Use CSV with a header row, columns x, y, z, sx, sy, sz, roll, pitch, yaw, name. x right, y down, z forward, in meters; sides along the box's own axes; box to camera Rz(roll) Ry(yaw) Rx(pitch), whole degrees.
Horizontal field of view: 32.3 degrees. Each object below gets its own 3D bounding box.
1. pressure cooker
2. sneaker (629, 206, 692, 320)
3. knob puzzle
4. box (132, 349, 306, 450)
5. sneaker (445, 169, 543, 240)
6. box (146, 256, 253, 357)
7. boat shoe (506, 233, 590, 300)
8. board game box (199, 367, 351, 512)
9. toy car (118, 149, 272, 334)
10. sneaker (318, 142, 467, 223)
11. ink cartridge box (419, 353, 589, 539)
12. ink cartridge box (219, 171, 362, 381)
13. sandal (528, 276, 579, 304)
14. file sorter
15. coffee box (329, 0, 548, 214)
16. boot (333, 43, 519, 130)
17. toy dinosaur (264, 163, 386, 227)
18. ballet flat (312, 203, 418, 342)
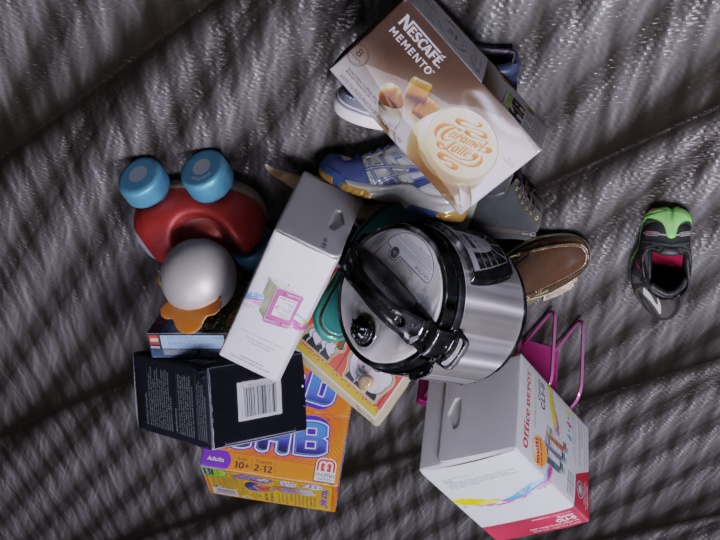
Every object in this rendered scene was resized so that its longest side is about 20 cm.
x,y,z,sx,sy,sz,roll,pitch,yaw,name
0.072,0.038,1.403,0.175,0.181,0.199,-10,165,42,pressure cooker
0.368,0.006,1.529,0.076,0.084,0.201,1,146,14,sneaker
0.005,0.065,1.563,0.218,0.222,0.030,-10,176,28,knob puzzle
-0.185,0.156,1.617,0.147,0.106,0.199,-7,-174,-37,box
0.173,-0.106,1.441,0.105,0.075,0.201,3,147,-13,sneaker
-0.180,0.045,1.631,0.135,0.200,0.038,-2,119,15,box
0.193,0.013,1.533,0.200,0.075,0.075,-21,104,2,boat shoe
-0.117,0.229,1.850,0.197,0.202,0.200,9,159,1,board game box
-0.213,-0.012,1.549,0.175,0.202,0.185,-4,144,20,toy car
0.045,-0.119,1.448,0.198,0.089,0.075,17,-171,27,sneaker
0.189,0.230,1.608,0.144,0.146,0.200,-19,135,31,ink cartridge box
-0.082,0.006,1.475,0.084,0.145,0.201,26,123,-4,ink cartridge box
0.175,0.019,1.610,0.209,0.070,0.078,-15,107,0,sandal
0.195,0.118,1.693,0.198,0.140,0.126,15,145,-9,file sorter
0.081,-0.174,1.252,0.114,0.080,0.200,-37,101,27,coffee box
0.070,-0.202,1.323,0.197,0.073,0.091,3,135,2,boot
-0.046,-0.086,1.546,0.198,0.059,0.101,20,130,-21,toy dinosaur
0.000,0.000,1.515,0.067,0.201,0.070,35,162,-10,ballet flat
